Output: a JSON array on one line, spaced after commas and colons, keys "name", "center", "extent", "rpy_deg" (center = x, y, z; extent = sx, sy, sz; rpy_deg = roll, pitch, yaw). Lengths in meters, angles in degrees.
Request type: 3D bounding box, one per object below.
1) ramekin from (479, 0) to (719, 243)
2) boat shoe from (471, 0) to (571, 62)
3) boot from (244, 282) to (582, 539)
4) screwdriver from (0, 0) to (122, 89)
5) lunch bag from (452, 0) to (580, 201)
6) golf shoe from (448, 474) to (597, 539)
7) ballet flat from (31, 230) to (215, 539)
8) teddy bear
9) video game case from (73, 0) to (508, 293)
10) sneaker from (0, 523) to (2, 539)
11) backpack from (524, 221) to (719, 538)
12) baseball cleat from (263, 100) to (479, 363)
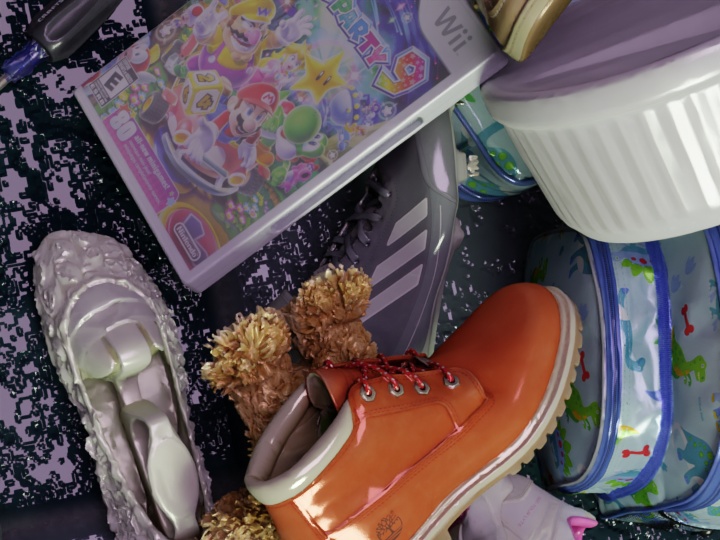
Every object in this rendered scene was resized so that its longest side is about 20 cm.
[{"name": "ramekin", "center": [0.167, -0.090, 1.181], "extent": [0.202, 0.202, 0.094], "rpy_deg": [-29, 106, -20]}, {"name": "boat shoe", "center": [0.077, -0.154, 1.167], "extent": [0.064, 0.200, 0.071], "rpy_deg": [39, 100, -5]}, {"name": "boot", "center": [0.028, 0.065, 1.141], "extent": [0.200, 0.075, 0.107], "rpy_deg": [-50, 121, -20]}, {"name": "screwdriver", "center": [-0.200, -0.094, 1.233], "extent": [0.200, 0.028, 0.029], "rpy_deg": [-41, 64, -18]}, {"name": "lunch bag", "center": [0.076, -0.150, 1.299], "extent": [0.161, 0.082, 0.200], "rpy_deg": [-38, 93, -18]}, {"name": "golf shoe", "center": [0.080, 0.171, 1.167], "extent": [0.091, 0.075, 0.200], "rpy_deg": [18, 37, -8]}, {"name": "ballet flat", "center": [-0.113, 0.067, 1.213], "extent": [0.072, 0.072, 0.200], "rpy_deg": [-19, 86, -19]}, {"name": "teddy bear", "center": [-0.017, 0.093, 1.187], "extent": [0.145, 0.067, 0.200], "rpy_deg": [-16, 115, -42]}, {"name": "video game case", "center": [-0.040, -0.101, 1.209], "extent": [0.200, 0.018, 0.143], "rpy_deg": [-36, 60, 7]}, {"name": "sneaker", "center": [-0.279, 0.102, 1.147], "extent": [0.202, 0.146, 0.077], "rpy_deg": [49, 49, -41]}, {"name": "backpack", "center": [0.172, 0.047, 1.234], "extent": [0.147, 0.200, 0.183], "rpy_deg": [1, 82, -17]}, {"name": "baseball cleat", "center": [0.000, 0.000, 1.233], "extent": [0.106, 0.070, 0.200], "rpy_deg": [2, 100, -15]}]
